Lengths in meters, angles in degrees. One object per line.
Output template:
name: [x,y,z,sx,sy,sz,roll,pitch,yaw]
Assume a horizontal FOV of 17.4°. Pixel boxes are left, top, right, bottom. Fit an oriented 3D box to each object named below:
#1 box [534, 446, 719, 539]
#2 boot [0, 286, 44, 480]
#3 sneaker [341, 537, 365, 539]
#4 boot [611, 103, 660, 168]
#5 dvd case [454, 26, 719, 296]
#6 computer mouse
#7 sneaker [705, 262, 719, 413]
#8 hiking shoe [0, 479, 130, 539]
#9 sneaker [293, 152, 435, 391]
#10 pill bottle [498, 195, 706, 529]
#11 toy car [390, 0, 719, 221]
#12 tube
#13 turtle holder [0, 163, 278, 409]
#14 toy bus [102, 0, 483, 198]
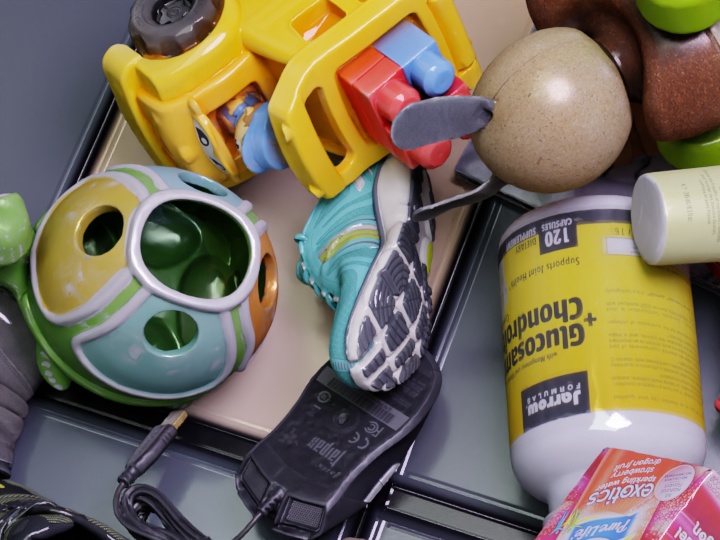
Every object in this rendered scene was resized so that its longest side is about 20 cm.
box: [0.185,0.194,1.223,0.200,0.099,0.096,47,72,-22]
boot: [-0.276,0.034,1.404,0.199,0.070,0.132,25,71,4]
sneaker: [0.009,0.248,1.294,0.075,0.071,0.202,8,71,-2]
boot: [0.195,-0.093,1.400,0.154,0.077,0.201,-25,64,-7]
dvd case: [0.178,-0.081,1.449,0.199,0.016,0.149,25,71,15]
computer mouse: [-0.049,0.109,1.371,0.140,0.046,0.200,25,60,26]
sneaker: [0.234,0.047,1.350,0.085,0.077,0.201,-32,73,2]
hiking shoe: [-0.191,0.153,1.339,0.198,0.101,0.076,17,68,13]
sneaker: [0.000,0.000,1.387,0.079,0.078,0.201,-10,37,13]
pill bottle: [0.138,0.068,1.335,0.111,0.112,0.202,-4,65,4]
toy car: [0.102,-0.105,1.296,0.199,0.165,0.158,-33,57,-8]
tube: [0.251,-0.037,1.312,0.198,0.059,0.052,-4,26,-16]
turtle holder: [-0.131,-0.007,1.358,0.185,0.132,0.141,41,64,-9]
toy bus: [-0.024,-0.110,1.393,0.200,0.136,0.192,-38,48,-9]
